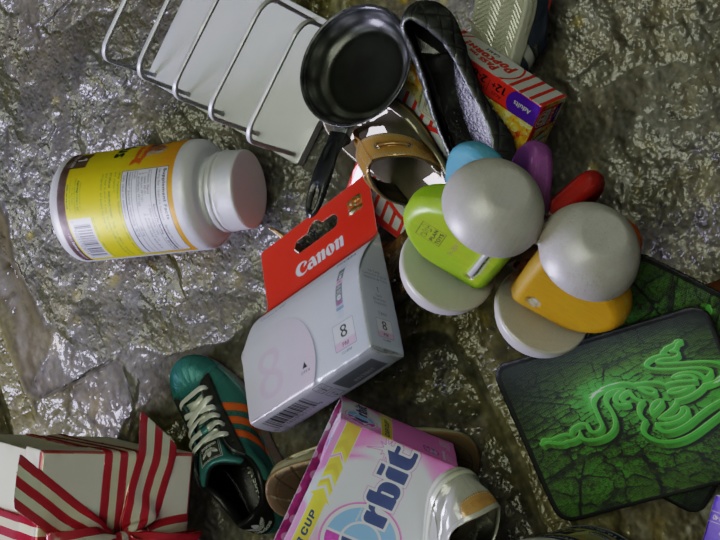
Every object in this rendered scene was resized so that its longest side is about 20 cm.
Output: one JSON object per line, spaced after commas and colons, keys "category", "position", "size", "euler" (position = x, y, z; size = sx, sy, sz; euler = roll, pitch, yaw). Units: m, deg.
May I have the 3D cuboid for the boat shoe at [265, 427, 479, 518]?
{"category": "boat shoe", "position": [0.011, 0.180, 1.530], "size": [0.199, 0.065, 0.072], "euler": [-13, 103, 4]}

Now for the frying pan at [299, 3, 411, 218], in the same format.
{"category": "frying pan", "position": [0.001, -0.144, 1.447], "size": [0.115, 0.031, 0.191], "euler": [-15, 69, 27]}

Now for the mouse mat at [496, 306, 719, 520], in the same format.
{"category": "mouse mat", "position": [0.231, 0.127, 1.412], "size": [0.200, 0.008, 0.161], "euler": [-19, 103, 24]}

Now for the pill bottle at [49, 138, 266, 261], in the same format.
{"category": "pill bottle", "position": [-0.197, -0.070, 1.619], "size": [0.199, 0.109, 0.110], "euler": [-5, 84, 23]}

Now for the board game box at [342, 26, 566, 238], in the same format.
{"category": "board game box", "position": [0.081, -0.110, 1.491], "size": [0.151, 0.046, 0.200], "euler": [36, 126, 22]}

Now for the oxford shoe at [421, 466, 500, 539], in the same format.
{"category": "oxford shoe", "position": [0.090, 0.264, 1.447], "size": [0.058, 0.075, 0.200], "euler": [37, 138, 43]}

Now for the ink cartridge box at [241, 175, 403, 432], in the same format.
{"category": "ink cartridge box", "position": [-0.046, 0.026, 1.503], "size": [0.162, 0.057, 0.200], "euler": [-35, 55, 34]}

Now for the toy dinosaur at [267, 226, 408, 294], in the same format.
{"category": "toy dinosaur", "position": [0.000, 0.000, 1.559], "size": [0.200, 0.060, 0.107], "euler": [-9, 82, 46]}

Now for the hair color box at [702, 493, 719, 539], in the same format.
{"category": "hair color box", "position": [0.306, 0.286, 1.370], "size": [0.065, 0.109, 0.201], "euler": [16, 92, 24]}

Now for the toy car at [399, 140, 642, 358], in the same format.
{"category": "toy car", "position": [0.137, -0.035, 1.342], "size": [0.200, 0.175, 0.150], "euler": [24, 61, -4]}

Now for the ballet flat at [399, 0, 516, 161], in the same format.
{"category": "ballet flat", "position": [0.081, -0.135, 1.410], "size": [0.066, 0.057, 0.200], "euler": [-19, 99, 38]}

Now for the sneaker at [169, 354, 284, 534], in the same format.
{"category": "sneaker", "position": [-0.132, 0.164, 1.589], "size": [0.071, 0.080, 0.200], "euler": [-40, 72, 18]}

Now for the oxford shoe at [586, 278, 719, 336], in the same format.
{"category": "oxford shoe", "position": [0.254, 0.044, 1.419], "size": [0.200, 0.071, 0.071], "euler": [-26, 115, 19]}

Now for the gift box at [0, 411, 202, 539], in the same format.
{"category": "gift box", "position": [-0.272, 0.230, 1.561], "size": [0.187, 0.184, 0.201], "euler": [5, 94, 53]}

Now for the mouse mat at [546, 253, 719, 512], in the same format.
{"category": "mouse mat", "position": [0.261, 0.099, 1.405], "size": [0.161, 0.008, 0.200], "euler": [27, 118, 8]}

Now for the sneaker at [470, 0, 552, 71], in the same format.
{"category": "sneaker", "position": [0.131, -0.190, 1.509], "size": [0.075, 0.084, 0.200], "euler": [37, 126, 21]}

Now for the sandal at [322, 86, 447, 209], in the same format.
{"category": "sandal", "position": [0.035, -0.088, 1.467], "size": [0.200, 0.054, 0.080], "euler": [49, 130, 15]}

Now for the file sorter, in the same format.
{"category": "file sorter", "position": [-0.129, -0.215, 1.592], "size": [0.200, 0.124, 0.139], "euler": [31, 98, 23]}

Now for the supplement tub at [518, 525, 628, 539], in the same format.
{"category": "supplement tub", "position": [0.167, 0.293, 1.381], "size": [0.144, 0.200, 0.145], "euler": [-2, 85, 24]}

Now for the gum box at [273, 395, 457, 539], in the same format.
{"category": "gum box", "position": [-0.006, 0.230, 1.473], "size": [0.113, 0.066, 0.200], "euler": [23, 102, -6]}
